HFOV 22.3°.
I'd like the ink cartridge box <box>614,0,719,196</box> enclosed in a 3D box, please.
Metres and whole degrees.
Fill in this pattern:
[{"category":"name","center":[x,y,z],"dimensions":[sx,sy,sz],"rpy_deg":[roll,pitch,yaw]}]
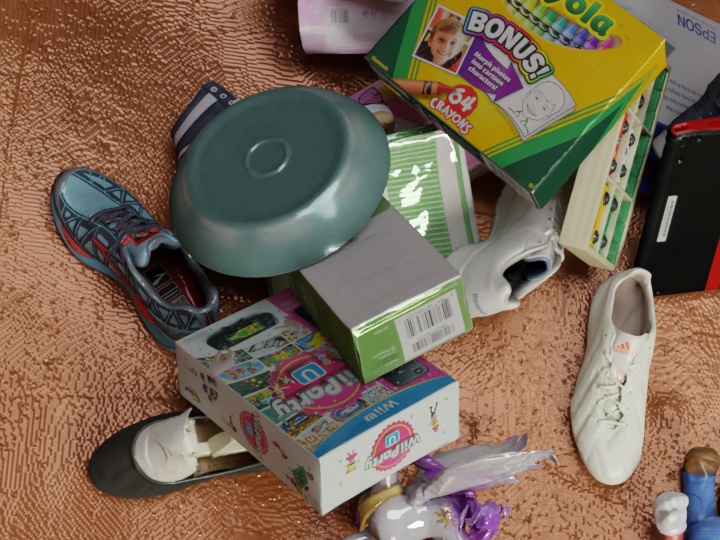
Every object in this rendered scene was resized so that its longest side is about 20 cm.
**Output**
[{"category":"ink cartridge box","center":[0.270,-0.177,1.752],"dimensions":[0.199,0.041,0.201],"rpy_deg":[18,65,-33]}]

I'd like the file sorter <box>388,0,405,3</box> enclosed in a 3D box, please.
[{"category":"file sorter","center":[0.014,-0.354,1.658],"dimensions":[0.138,0.125,0.200],"rpy_deg":[14,41,21]}]

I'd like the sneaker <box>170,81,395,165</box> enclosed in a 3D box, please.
[{"category":"sneaker","center":[-0.076,-0.130,1.639],"dimensions":[0.199,0.070,0.109],"rpy_deg":[-23,58,-3]}]

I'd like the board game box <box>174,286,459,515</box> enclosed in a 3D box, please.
[{"category":"board game box","center":[-0.036,0.098,1.500],"dimensions":[0.147,0.065,0.200],"rpy_deg":[-26,42,-30]}]

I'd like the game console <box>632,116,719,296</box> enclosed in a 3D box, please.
[{"category":"game console","center":[0.344,-0.062,1.688],"dimensions":[0.176,0.201,0.031],"rpy_deg":[-5,41,-14]}]

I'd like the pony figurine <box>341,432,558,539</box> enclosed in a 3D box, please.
[{"category":"pony figurine","center":[0.064,0.204,1.542],"dimensions":[0.192,0.167,0.201],"rpy_deg":[-4,85,-8]}]

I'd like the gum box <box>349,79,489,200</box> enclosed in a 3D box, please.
[{"category":"gum box","center":[0.080,-0.140,1.711],"dimensions":[0.199,0.066,0.114],"rpy_deg":[-30,80,-23]}]

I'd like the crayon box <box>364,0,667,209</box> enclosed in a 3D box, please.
[{"category":"crayon box","center":[0.135,-0.182,1.576],"dimensions":[0.200,0.058,0.173],"rpy_deg":[40,88,20]}]

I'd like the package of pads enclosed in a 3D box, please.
[{"category":"package of pads","center":[0.040,-0.259,1.698],"dimensions":[0.199,0.076,0.121],"rpy_deg":[-1,40,2]}]

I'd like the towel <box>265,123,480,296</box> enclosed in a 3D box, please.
[{"category":"towel","center":[0.006,-0.042,1.622],"dimensions":[0.199,0.023,0.153],"rpy_deg":[-16,109,-12]}]

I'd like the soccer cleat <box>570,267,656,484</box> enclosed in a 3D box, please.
[{"category":"soccer cleat","center":[0.232,0.092,1.654],"dimensions":[0.069,0.078,0.201],"rpy_deg":[11,67,-11]}]

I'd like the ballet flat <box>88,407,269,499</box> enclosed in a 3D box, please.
[{"category":"ballet flat","center":[-0.130,0.145,1.545],"dimensions":[0.199,0.068,0.068],"rpy_deg":[-10,73,-18]}]

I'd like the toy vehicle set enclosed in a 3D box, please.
[{"category":"toy vehicle set","center":[0.231,-0.106,1.640],"dimensions":[0.026,0.124,0.201],"rpy_deg":[15,87,22]}]

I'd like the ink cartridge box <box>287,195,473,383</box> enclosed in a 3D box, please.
[{"category":"ink cartridge box","center":[0.000,0.000,1.521],"dimensions":[0.103,0.060,0.200],"rpy_deg":[-26,38,-14]}]

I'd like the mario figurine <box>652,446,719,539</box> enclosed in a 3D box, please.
[{"category":"mario figurine","center":[0.322,0.252,1.598],"dimensions":[0.123,0.106,0.201],"rpy_deg":[-3,57,21]}]

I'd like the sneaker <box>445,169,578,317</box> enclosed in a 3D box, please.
[{"category":"sneaker","center":[0.151,-0.023,1.630],"dimensions":[0.200,0.087,0.075],"rpy_deg":[-52,126,-31]}]

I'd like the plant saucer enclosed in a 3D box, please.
[{"category":"plant saucer","center":[-0.074,-0.086,1.538],"dimensions":[0.199,0.036,0.201],"rpy_deg":[-10,53,13]}]

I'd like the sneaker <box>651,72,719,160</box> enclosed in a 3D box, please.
[{"category":"sneaker","center":[0.393,-0.127,1.720],"dimensions":[0.202,0.146,0.077],"rpy_deg":[21,30,-33]}]

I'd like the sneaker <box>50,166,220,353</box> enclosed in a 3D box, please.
[{"category":"sneaker","center":[-0.187,-0.023,1.580],"dimensions":[0.200,0.096,0.079],"rpy_deg":[45,65,5]}]
